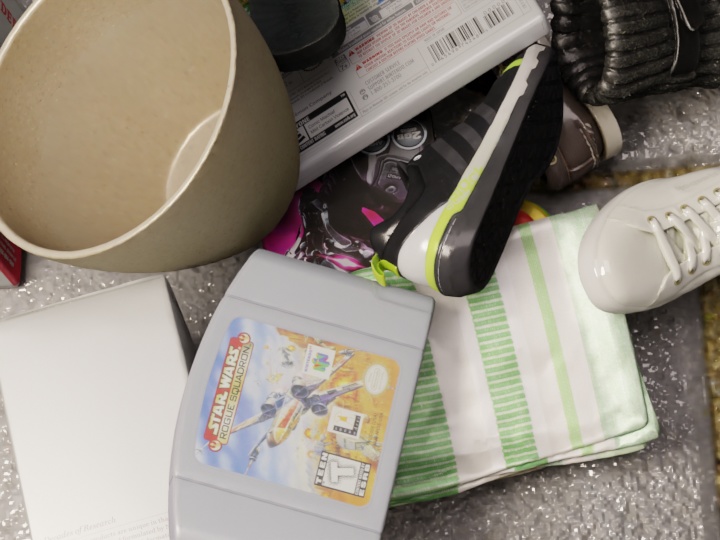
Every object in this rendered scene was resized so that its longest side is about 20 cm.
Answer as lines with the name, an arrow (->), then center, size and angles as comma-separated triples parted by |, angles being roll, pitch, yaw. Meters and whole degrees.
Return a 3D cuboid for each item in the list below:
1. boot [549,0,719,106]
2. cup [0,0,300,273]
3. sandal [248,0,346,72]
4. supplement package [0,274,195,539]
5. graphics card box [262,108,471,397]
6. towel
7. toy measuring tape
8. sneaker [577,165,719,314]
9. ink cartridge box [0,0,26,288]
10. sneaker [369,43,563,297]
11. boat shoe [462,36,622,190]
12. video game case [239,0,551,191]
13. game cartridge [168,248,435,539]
boot -> 0.188, -0.208, 1.337 | 0.156, 0.080, 0.213 | -5, 64, -26
cup -> -0.116, -0.080, 1.250 | 0.199, 0.143, 0.202 | -14, 64, 30
sandal -> -0.054, -0.206, 1.320 | 0.075, 0.048, 0.201 | -25, 41, 2
supplement package -> -0.143, 0.125, 1.240 | 0.116, 0.117, 0.202 | -16, 67, -1
graphics card box -> 0.000, 0.000, 1.316 | 0.124, 0.051, 0.202 | -8, 66, 2
towel -> 0.070, 0.057, 1.246 | 0.198, 0.023, 0.154 | -15, 81, 1
toy measuring tape -> 0.100, 0.025, 1.289 | 0.073, 0.074, 0.202 | -8, 71, 2
sneaker -> 0.218, -0.035, 1.248 | 0.199, 0.084, 0.073 | -27, 92, -34
ink cartridge box -> -0.279, -0.105, 1.332 | 0.083, 0.145, 0.202 | -6, 66, 10
sneaker -> 0.063, -0.070, 1.252 | 0.082, 0.072, 0.201 | 12, 51, 24
boat shoe -> 0.091, -0.140, 1.357 | 0.059, 0.072, 0.200 | -35, 74, -13
video game case -> 0.002, -0.171, 1.334 | 0.199, 0.022, 0.183 | -32, 56, 8
game cartridge -> -0.039, 0.087, 1.182 | 0.132, 0.042, 0.202 | 17, 62, -6
